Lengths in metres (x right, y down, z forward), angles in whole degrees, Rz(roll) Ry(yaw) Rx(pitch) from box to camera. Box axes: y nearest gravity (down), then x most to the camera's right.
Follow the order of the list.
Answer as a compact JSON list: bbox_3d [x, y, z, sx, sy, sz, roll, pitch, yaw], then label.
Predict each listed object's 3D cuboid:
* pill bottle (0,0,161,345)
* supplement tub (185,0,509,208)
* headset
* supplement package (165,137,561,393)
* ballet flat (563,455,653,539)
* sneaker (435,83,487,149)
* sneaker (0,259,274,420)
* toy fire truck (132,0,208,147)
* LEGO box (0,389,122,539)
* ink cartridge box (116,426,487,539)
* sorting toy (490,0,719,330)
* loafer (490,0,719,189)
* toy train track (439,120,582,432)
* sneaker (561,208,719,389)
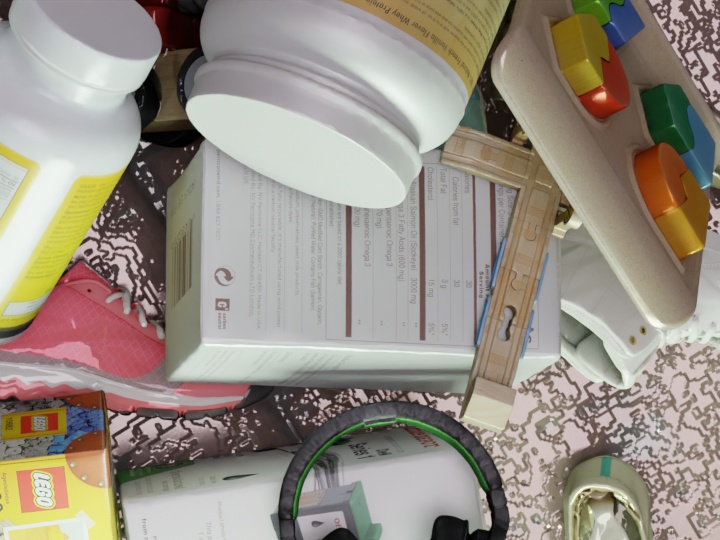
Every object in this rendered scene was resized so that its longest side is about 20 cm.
[{"bbox_3d":[-0.188,-0.063,1.500,0.112,0.112,0.200,31,118,-7],"label":"pill bottle"},{"bbox_3d":[0.004,-0.147,1.421,0.144,0.144,0.200,24,74,-7],"label":"supplement tub"},{"bbox_3d":[0.022,0.173,1.493,0.123,0.094,0.200,-8,79,-2],"label":"headset"},{"bbox_3d":[0.000,0.000,1.520,0.200,0.117,0.118,3,76,-14],"label":"supplement package"},{"bbox_3d":[0.152,0.212,1.645,0.069,0.069,0.200,-8,94,-6],"label":"ballet flat"},{"bbox_3d":[0.017,-0.143,1.604,0.074,0.082,0.200,-29,96,-3],"label":"sneaker"},{"bbox_3d":[-0.146,0.039,1.601,0.200,0.074,0.087,6,91,-6],"label":"sneaker"},{"bbox_3d":[-0.079,-0.177,1.551,0.176,0.129,0.201,-3,86,21],"label":"toy fire truck"},{"bbox_3d":[-0.207,0.178,1.565,0.149,0.077,0.200,-6,115,-4],"label":"LEGO box"},{"bbox_3d":[-0.034,0.146,1.582,0.200,0.146,0.085,-9,94,-6],"label":"ink cartridge box"},{"bbox_3d":[0.143,-0.090,1.484,0.036,0.200,0.185,-24,112,26],"label":"sorting toy"},{"bbox_3d":[0.160,-0.086,1.630,0.200,0.076,0.068,32,96,-5],"label":"loafer"},{"bbox_3d":[0.091,-0.013,1.466,0.114,0.033,0.200,19,73,-12],"label":"toy train track"},{"bbox_3d":[0.181,0.032,1.612,0.200,0.074,0.116,28,60,-9],"label":"sneaker"}]
